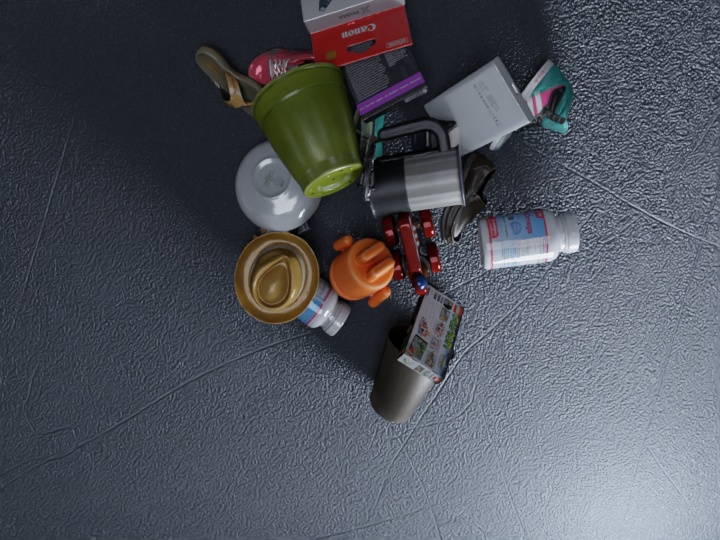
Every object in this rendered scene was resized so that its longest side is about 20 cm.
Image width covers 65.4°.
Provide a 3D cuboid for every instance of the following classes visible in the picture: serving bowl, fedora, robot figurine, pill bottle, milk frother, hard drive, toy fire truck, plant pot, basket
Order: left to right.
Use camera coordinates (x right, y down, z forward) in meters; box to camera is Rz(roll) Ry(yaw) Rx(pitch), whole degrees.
[{"bbox_3d":[-0.179,-0.188,1.189,0.195,0.066,0.205,-1,84,8],"label":"serving bowl"},{"bbox_3d":[-0.179,0.020,1.192,0.196,0.082,0.206,-1,98,-6],"label":"fedora"},{"bbox_3d":[-0.123,0.060,1.301,0.199,0.109,0.109,38,110,-9],"label":"pill bottle"},{"bbox_3d":[-0.087,-0.257,1.091,0.197,0.200,0.196,-26,81,15],"label":"plant pot"},{"bbox_3d":[0.001,0.002,1.236,0.142,0.199,0.119,22,68,-18],"label":"robot figurine"},{"bbox_3d":[0.109,0.251,1.340,0.177,0.137,0.203,8,120,-26],"label":"basket"},{"bbox_3d":[0.097,-0.175,1.051,0.184,0.202,0.183,-7,123,13],"label":"milk frother"},{"bbox_3d":[0.112,-0.037,1.208,0.110,0.168,0.204,-11,110,10],"label":"toy fire truck"},{"bbox_3d":[0.227,-0.313,1.100,0.133,0.027,0.199,53,148,-13],"label":"hard drive"},{"bbox_3d":[0.355,-0.070,1.195,0.195,0.109,0.111,-8,110,8],"label":"pill bottle"}]

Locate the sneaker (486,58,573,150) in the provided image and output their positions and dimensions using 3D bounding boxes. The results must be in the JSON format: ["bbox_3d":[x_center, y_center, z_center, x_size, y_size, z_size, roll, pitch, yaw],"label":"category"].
[{"bbox_3d":[0.356,-0.304,1.131,0.120,0.084,0.201,37,109,1],"label":"sneaker"}]

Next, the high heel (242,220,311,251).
[{"bbox_3d":[-0.209,-0.127,1.277,0.197,0.071,0.145,-21,86,26],"label":"high heel"}]

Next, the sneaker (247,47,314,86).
[{"bbox_3d":[-0.140,-0.414,1.132,0.195,0.087,0.075,-4,111,8],"label":"sneaker"}]

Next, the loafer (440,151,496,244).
[{"bbox_3d":[0.229,-0.145,1.187,0.071,0.072,0.204,27,108,28],"label":"loafer"}]

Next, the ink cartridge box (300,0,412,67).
[{"bbox_3d":[-0.011,-0.491,1.067,0.196,0.045,0.180,-13,75,11],"label":"ink cartridge box"}]

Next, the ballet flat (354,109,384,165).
[{"bbox_3d":[0.014,-0.280,1.188,0.072,0.074,0.204,8,110,2],"label":"ballet flat"}]

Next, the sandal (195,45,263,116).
[{"bbox_3d":[-0.269,-0.379,1.161,0.199,0.054,0.080,40,143,-7],"label":"sandal"}]

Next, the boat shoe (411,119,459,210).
[{"bbox_3d":[0.161,-0.227,1.192,0.092,0.074,0.203,23,134,34],"label":"boat shoe"}]

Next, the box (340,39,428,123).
[{"bbox_3d":[0.032,-0.415,1.104,0.141,0.036,0.204,-23,86,12],"label":"box"}]

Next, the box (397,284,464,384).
[{"bbox_3d":[0.162,0.140,1.259,0.109,0.202,0.035,32,141,-8],"label":"box"}]
